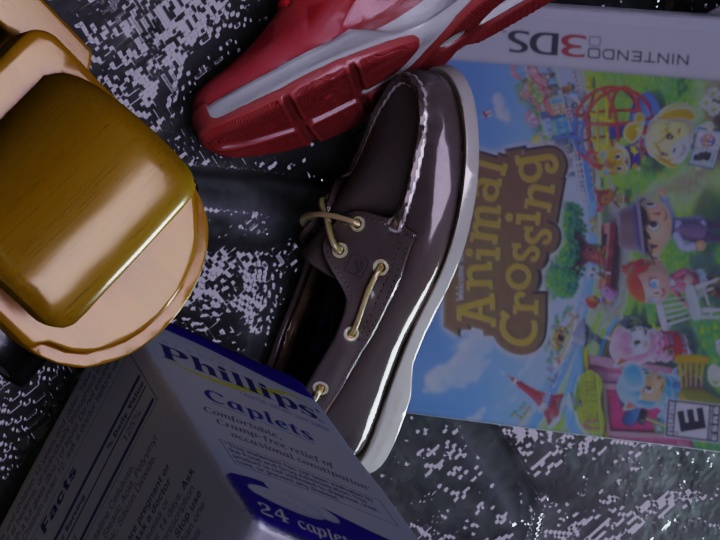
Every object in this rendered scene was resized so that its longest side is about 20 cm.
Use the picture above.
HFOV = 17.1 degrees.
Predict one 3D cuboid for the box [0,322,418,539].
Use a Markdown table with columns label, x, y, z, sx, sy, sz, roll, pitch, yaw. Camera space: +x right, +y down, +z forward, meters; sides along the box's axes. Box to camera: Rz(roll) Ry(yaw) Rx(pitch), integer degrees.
| label | x | y | z | sx | sy | sz | roll | pitch | yaw |
| --- | --- | --- | --- | --- | --- | --- | --- | --- | --- |
| box | -0.074 | 0.146 | 1.004 | 0.105 | 0.200 | 0.184 | 22 | 105 | -30 |

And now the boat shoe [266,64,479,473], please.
| label | x | y | z | sx | sy | sz | roll | pitch | yaw |
| --- | --- | --- | --- | --- | --- | --- | --- | --- | --- |
| boat shoe | 0.000 | 0.000 | 1.100 | 0.059 | 0.072 | 0.201 | 6 | 113 | -28 |

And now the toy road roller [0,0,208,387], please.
| label | x | y | z | sx | sy | sz | roll | pitch | yaw |
| --- | --- | --- | --- | --- | --- | --- | --- | --- | --- |
| toy road roller | -0.148 | -0.049 | 0.973 | 0.200 | 0.146 | 0.123 | 46 | 77 | -16 |

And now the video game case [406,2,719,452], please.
| label | x | y | z | sx | sy | sz | roll | pitch | yaw |
| --- | --- | --- | --- | --- | --- | --- | --- | --- | --- |
| video game case | 0.105 | -0.023 | 1.123 | 0.022 | 0.181 | 0.201 | -21 | 115 | -70 |

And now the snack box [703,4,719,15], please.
| label | x | y | z | sx | sy | sz | roll | pitch | yaw |
| --- | --- | --- | --- | --- | --- | --- | --- | --- | --- |
| snack box | 0.163 | -0.079 | 1.126 | 0.072 | 0.199 | 0.024 | 64 | 24 | 8 |

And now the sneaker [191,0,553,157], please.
| label | x | y | z | sx | sy | sz | roll | pitch | yaw |
| --- | --- | --- | --- | --- | --- | --- | --- | --- | --- |
| sneaker | -0.004 | -0.140 | 1.101 | 0.199 | 0.078 | 0.116 | -28 | 74 | -2 |
